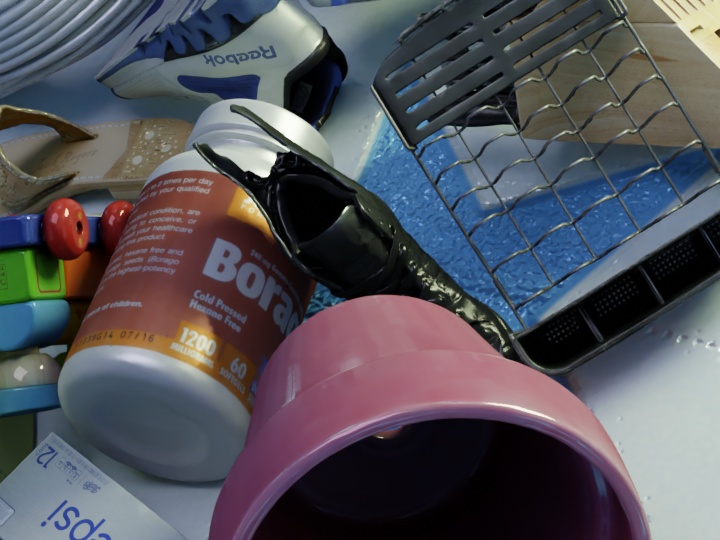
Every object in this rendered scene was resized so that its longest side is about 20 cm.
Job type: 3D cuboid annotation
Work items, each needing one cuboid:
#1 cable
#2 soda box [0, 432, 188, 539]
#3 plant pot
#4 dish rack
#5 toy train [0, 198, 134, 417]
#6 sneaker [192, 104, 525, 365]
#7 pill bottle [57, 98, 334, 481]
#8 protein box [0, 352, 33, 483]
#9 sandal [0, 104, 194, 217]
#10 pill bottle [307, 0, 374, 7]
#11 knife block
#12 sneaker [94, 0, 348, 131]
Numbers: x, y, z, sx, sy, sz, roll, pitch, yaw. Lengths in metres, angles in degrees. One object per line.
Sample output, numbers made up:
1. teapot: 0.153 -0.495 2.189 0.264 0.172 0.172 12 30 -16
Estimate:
1. cable: -0.203 -0.196 1.672 0.200 0.069 0.200 -10 38 45
2. soda box: -0.113 0.164 1.311 0.063 0.068 0.200 -45 44 -13
3. plant pot: 0.022 0.107 1.209 0.200 0.200 0.179 -28 26 4
4. dish rack: 0.105 -0.063 1.327 0.153 0.055 0.200 -32 87 1
5. toy train: -0.162 0.021 1.462 0.085 0.200 0.116 -6 88 20
6. sneaker: 0.002 -0.002 1.328 0.060 0.104 0.200 -45 64 9
7. pill bottle: -0.083 0.007 1.407 0.112 0.112 0.200 -2 51 29
8. protein box: -0.286 0.057 1.416 0.135 0.199 0.200 -20 43 13
9. sandal: -0.199 -0.079 1.588 0.211 0.070 0.078 -6 48 26
10. pill bottle: 0.060 -0.223 1.507 0.200 0.114 0.114 -8 44 -2
11. knife block: 0.128 -0.101 1.415 0.200 0.176 0.064 46 39 10
12. sneaker: -0.078 -0.121 1.553 0.081 0.115 0.199 -54 17 -25
